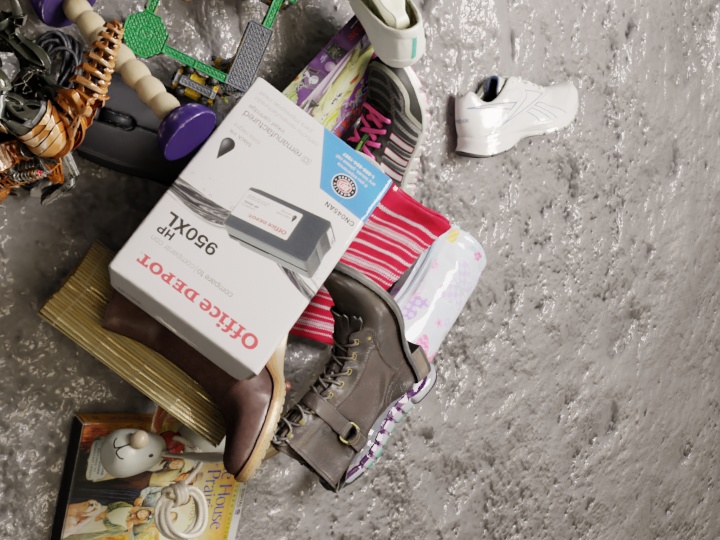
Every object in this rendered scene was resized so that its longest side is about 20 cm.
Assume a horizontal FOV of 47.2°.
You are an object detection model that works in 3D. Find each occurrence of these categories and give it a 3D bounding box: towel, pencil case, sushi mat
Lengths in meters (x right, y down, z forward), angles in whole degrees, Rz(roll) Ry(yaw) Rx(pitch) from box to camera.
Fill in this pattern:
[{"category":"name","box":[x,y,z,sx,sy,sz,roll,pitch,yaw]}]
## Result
[{"category":"towel","box":[0.000,0.000,0.875,0.200,0.023,0.144,-47,150,11]},{"category":"pencil case","box":[0.068,0.040,0.958,0.091,0.083,0.201,50,62,-28]},{"category":"sushi mat","box":[-0.185,0.066,0.748,0.200,0.012,0.096,41,45,-14]}]

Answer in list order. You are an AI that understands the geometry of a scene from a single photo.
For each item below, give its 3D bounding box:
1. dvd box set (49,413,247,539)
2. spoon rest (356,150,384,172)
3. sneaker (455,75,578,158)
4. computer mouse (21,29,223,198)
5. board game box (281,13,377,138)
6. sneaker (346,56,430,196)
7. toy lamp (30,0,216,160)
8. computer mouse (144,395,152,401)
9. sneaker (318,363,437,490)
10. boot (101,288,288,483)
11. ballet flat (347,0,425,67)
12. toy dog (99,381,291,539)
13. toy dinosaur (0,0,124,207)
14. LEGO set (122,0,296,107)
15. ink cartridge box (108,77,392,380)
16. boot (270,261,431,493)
[{"category":"dvd box set","box":[-0.206,0.219,0.845,0.199,0.029,0.148,9,97,-40]},{"category":"spoon rest","box":[-0.077,-0.070,0.790,0.199,0.061,0.100,-22,154,-19]},{"category":"sneaker","box":[0.196,-0.203,1.013,0.199,0.074,0.088,-26,114,-31]},{"category":"computer mouse","box":[-0.195,-0.120,0.734,0.199,0.053,0.140,8,98,-40]},{"category":"board game box","box":[-0.027,-0.177,0.830,0.200,0.032,0.120,-51,167,-15]},{"category":"sneaker","box":[0.015,-0.129,0.861,0.087,0.074,0.201,-29,145,-27]},{"category":"toy lamp","box":[-0.195,-0.175,0.646,0.058,0.058,0.200,-38,82,-23]},{"category":"computer mouse","box":[-0.169,0.034,0.821,0.059,0.034,0.201,40,71,-54]},{"category":"sneaker","box":[0.002,0.163,0.984,0.088,0.074,0.200,49,65,-17]},{"category":"boot","box":[-0.149,0.076,0.732,0.165,0.072,0.202,18,55,-17]},{"category":"ballet flat","box":[0.002,-0.283,0.765,0.069,0.069,0.201,-26,79,-30]},{"category":"toy dog","box":[-0.139,0.147,0.793,0.132,0.096,0.200,47,36,3]},{"category":"toy dinosaur","box":[-0.253,-0.127,0.631,0.199,0.102,0.136,-38,107,5]},{"category":"LEGO set","box":[-0.124,-0.248,0.736,0.152,0.116,0.202,15,98,-15]},{"category":"ink cartridge box","box":[-0.090,-0.031,0.684,0.144,0.084,0.201,36,73,-6]},{"category":"boot","box":[-0.025,0.107,0.808,0.174,0.069,0.201,-45,121,-17]}]
